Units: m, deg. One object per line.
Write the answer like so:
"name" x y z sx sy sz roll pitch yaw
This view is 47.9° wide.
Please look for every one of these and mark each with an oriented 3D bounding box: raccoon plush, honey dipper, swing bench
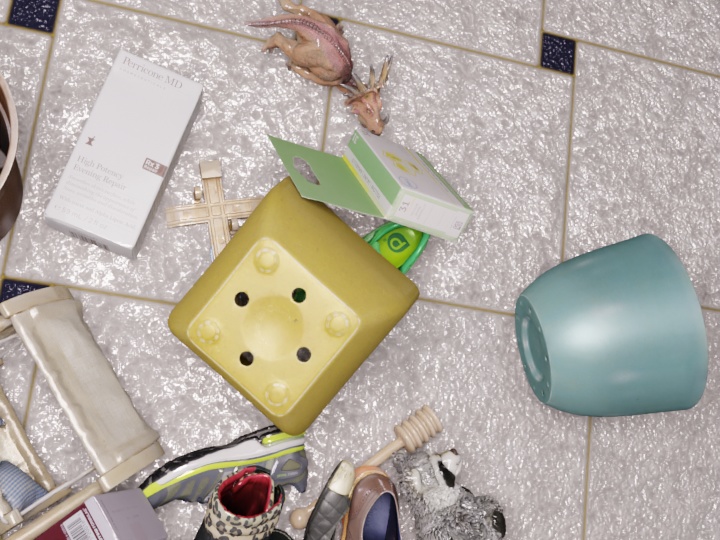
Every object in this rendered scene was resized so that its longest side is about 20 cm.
"raccoon plush" 0.068 0.289 0.862 0.133 0.096 0.202 29 74 -19
"honey dipper" 0.005 0.221 0.902 0.199 0.038 0.038 -34 89 -16
"swing bench" -0.322 0.146 0.783 0.199 0.130 0.200 -32 87 -17

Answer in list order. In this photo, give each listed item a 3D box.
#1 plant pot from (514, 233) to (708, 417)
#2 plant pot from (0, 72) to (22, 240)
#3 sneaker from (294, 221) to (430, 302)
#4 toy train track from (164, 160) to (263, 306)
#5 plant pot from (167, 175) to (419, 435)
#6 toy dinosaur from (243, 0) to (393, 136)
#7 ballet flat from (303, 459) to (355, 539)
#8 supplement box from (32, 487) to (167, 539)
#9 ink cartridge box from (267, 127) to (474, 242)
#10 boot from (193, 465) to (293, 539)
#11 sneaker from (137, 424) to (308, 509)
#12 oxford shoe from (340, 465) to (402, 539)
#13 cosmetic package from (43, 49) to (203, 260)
"plant pot" 0.268 0.073 0.921 0.158 0.201 0.204 -11 82 -4
"plant pot" -0.414 -0.099 0.769 0.197 0.198 0.204 3 78 -14
"sneaker" 0.000 0.000 0.915 0.200 0.084 0.074 -42 91 -13
"toy train track" -0.154 -0.027 0.908 0.113 0.033 0.203 -8 83 -16
"plant pot" -0.070 0.042 0.787 0.195 0.200 0.195 41 96 -2
"toy dinosaur" -0.035 -0.245 0.921 0.135 0.199 0.086 41 99 35
"ballet flat" -0.033 0.294 0.844 0.056 0.066 0.203 16 98 13
"supplement box" -0.288 0.286 0.745 0.199 0.109 0.061 -36 76 0
"ink cartridge box" 0.010 -0.106 0.883 0.198 0.146 0.048 17 116 -32
"boot" -0.100 0.256 0.769 0.073 0.203 0.155 33 108 23
"sneaker" -0.141 0.224 0.847 0.197 0.074 0.082 -16 88 -14
"oxford shoe" 0.009 0.316 0.856 0.070 0.073 0.204 0 93 -17
"cosmetic package" -0.253 -0.124 0.881 0.100 0.074 0.203 21 77 -10
